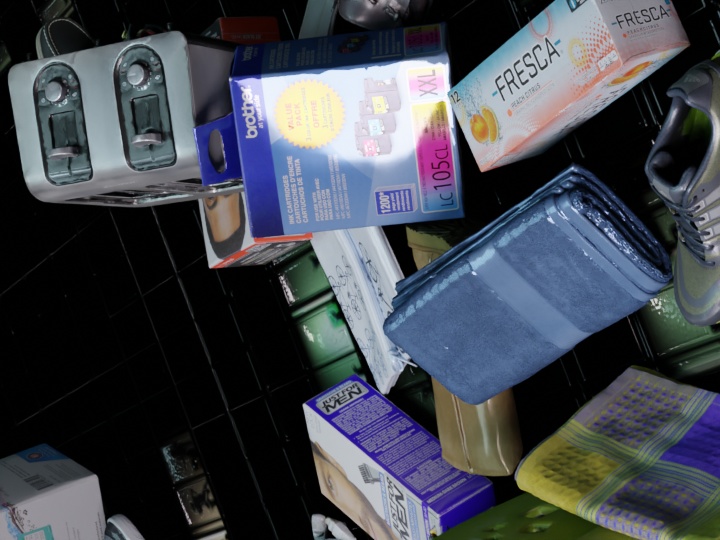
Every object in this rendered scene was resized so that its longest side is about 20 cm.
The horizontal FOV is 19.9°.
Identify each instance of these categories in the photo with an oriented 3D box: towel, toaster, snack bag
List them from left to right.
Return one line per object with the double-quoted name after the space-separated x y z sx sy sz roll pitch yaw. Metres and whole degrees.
-0.162 -0.122 1.675 0.180 0.200 0.119 -7 86 28 "toaster"
0.000 0.000 1.711 0.200 0.021 0.189 119 128 -73 "snack bag"
0.118 0.014 1.459 0.112 0.049 0.200 43 126 -15 "towel"
0.209 0.126 1.372 0.200 0.143 0.023 19 138 52 "towel"

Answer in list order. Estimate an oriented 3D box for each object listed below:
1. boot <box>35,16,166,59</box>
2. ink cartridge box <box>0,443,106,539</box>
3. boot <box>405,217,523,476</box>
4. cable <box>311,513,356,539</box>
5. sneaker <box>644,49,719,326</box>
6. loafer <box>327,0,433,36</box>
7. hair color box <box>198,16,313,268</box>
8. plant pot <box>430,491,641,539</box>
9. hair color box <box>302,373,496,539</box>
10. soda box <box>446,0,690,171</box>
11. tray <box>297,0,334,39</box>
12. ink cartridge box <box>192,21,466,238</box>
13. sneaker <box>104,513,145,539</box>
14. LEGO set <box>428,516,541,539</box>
-0.234 -0.201 1.991 0.204 0.073 0.154 55 143 18 "boot"
-0.423 0.321 2.450 0.146 0.199 0.147 20 123 54 "ink cartridge box"
0.102 0.064 1.597 0.175 0.066 0.201 -155 53 -66 "boot"
-0.014 0.355 1.932 0.200 0.069 0.201 41 138 41 "cable"
0.218 -0.052 1.320 0.074 0.081 0.201 34 133 46 "sneaker"
0.009 -0.190 1.587 0.072 0.063 0.201 26 137 12 "loafer"
-0.103 -0.111 1.795 0.101 0.061 0.201 -26 72 59 "hair color box"
0.187 0.248 1.431 0.181 0.199 0.200 -17 91 54 "plant pot"
0.036 0.186 1.749 0.200 0.065 0.110 37 147 46 "hair color box"
0.140 -0.139 1.419 0.200 0.063 0.069 -36 75 58 "soda box"
-0.013 -0.210 1.671 0.108 0.022 0.201 52 145 28 "tray"
-0.024 -0.104 1.563 0.076 0.199 0.137 -84 -13 -65 "ink cartridge box"
-0.292 0.387 2.358 0.075 0.113 0.201 20 123 53 "sneaker"
0.124 0.260 1.587 0.154 0.200 0.116 44 101 17 "LEGO set"
